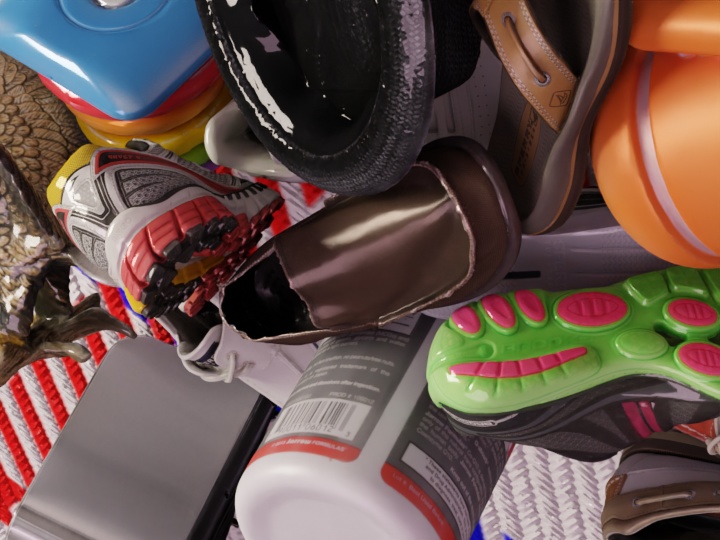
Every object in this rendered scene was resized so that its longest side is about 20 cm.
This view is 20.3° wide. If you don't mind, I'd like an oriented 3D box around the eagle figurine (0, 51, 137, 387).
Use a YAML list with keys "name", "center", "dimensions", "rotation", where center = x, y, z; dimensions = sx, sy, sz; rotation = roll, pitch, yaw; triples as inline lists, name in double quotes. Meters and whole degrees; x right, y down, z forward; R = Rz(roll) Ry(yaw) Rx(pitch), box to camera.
- name: "eagle figurine"
  center: [-0.197, -0.044, 1.063]
  dimensions: [0.151, 0.150, 0.202]
  rotation: [2, 108, 58]

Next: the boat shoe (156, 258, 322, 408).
- name: "boat shoe"
  center: [-0.080, 0.032, 1.177]
  dimensions: [0.072, 0.066, 0.200]
  rotation: [-19, 119, 44]

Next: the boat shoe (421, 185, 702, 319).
- name: "boat shoe"
  center: [0.117, -0.016, 0.996]
  dimensions: [0.198, 0.071, 0.073]
  rotation: [4, 124, 4]

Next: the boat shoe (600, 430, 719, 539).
- name: "boat shoe"
  center: [0.226, 0.140, 1.084]
  dimensions: [0.199, 0.069, 0.075]
  rotation: [5, 134, 30]

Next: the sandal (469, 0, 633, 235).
- name: "sandal"
  center: [0.071, -0.098, 0.859]
  dimensions: [0.054, 0.082, 0.201]
  rotation: [-6, 136, -18]

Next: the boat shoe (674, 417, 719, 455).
- name: "boat shoe"
  center: [0.215, 0.079, 1.033]
  dimensions: [0.199, 0.063, 0.071]
  rotation: [17, 141, 21]

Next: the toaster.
- name: "toaster"
  center: [-0.146, 0.168, 1.262]
  dimensions: [0.118, 0.201, 0.181]
  rotation: [24, 142, 2]

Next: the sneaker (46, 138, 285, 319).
- name: "sneaker"
  center: [-0.094, -0.031, 0.983]
  dimensions: [0.082, 0.078, 0.200]
  rotation: [41, -177, 7]

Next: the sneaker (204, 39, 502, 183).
- name: "sneaker"
  center: [0.012, -0.070, 0.976]
  dimensions: [0.199, 0.099, 0.076]
  rotation: [-7, 96, 37]

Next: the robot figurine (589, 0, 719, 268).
- name: "robot figurine"
  center: [0.181, -0.066, 0.861]
  dimensions: [0.199, 0.143, 0.118]
  rotation: [-14, 84, 42]

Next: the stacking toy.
- name: "stacking toy"
  center: [-0.103, -0.083, 1.059]
  dimensions: [0.116, 0.110, 0.201]
  rotation: [30, 155, 27]

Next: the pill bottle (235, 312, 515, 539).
- name: "pill bottle"
  center: [0.026, 0.071, 1.040]
  dimensions: [0.115, 0.201, 0.116]
  rotation: [18, 139, 16]

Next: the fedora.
- name: "fedora"
  center: [0.001, -0.139, 0.894]
  dimensions: [0.200, 0.091, 0.202]
  rotation: [34, 134, 43]

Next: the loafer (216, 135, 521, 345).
- name: "loafer"
  center: [0.000, 0.000, 0.942]
  dimensions: [0.200, 0.071, 0.073]
  rotation: [-31, 85, 52]

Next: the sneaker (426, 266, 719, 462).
- name: "sneaker"
  center: [0.129, 0.047, 0.961]
  dimensions: [0.198, 0.077, 0.084]
  rotation: [1, 150, -2]
